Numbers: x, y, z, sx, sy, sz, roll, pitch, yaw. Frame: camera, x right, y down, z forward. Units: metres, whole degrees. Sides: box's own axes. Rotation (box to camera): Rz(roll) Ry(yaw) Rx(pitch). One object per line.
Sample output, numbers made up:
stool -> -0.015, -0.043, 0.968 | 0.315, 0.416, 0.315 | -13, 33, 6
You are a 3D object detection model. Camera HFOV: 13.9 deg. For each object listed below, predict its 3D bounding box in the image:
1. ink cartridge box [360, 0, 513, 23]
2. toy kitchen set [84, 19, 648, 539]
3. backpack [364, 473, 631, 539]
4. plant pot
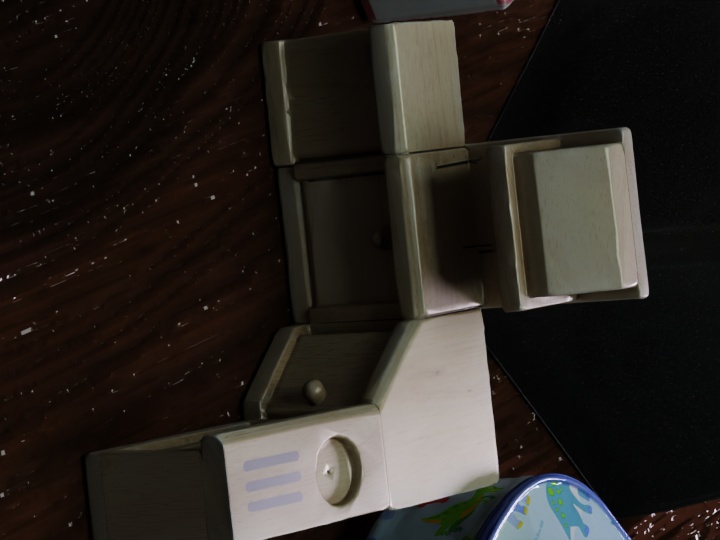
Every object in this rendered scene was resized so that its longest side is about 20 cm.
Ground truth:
ink cartridge box -> 0.061, -0.225, 1.358 | 0.200, 0.083, 0.146 | -44, 120, -43
toy kitchen set -> 0.000, 0.000, 1.205 | 0.180, 0.163, 0.201 | -9, 93, -50
backpack -> 0.083, 0.191, 1.303 | 0.200, 0.147, 0.183 | 51, 49, -31
plant pot -> 0.186, -0.017, 1.419 | 0.200, 0.177, 0.200 | 53, 49, -34
